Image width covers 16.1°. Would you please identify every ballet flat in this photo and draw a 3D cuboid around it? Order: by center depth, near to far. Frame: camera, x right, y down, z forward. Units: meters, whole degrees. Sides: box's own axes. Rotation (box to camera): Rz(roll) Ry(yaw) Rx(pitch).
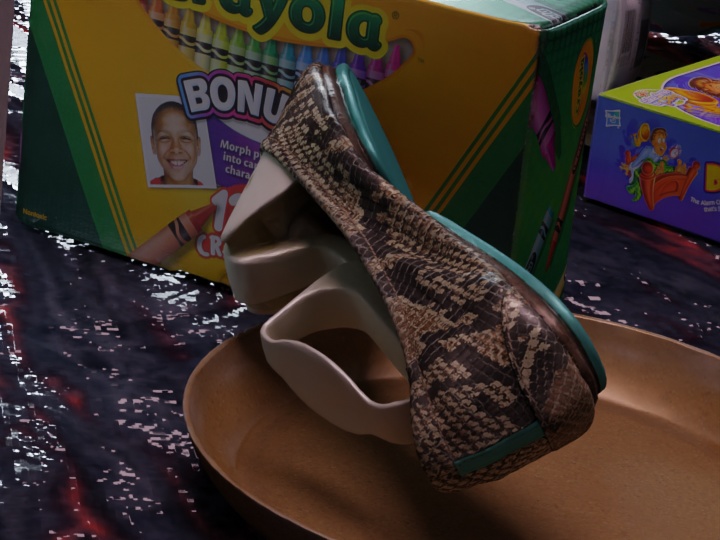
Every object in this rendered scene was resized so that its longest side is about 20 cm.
[{"bbox_3d":[0.000,0.000,0.748,0.075,0.068,0.200,-31,36,-4],"label":"ballet flat"}]

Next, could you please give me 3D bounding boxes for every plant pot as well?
[{"bbox_3d":[0.046,0.058,0.741,0.198,0.028,0.200,5,21,-2],"label":"plant pot"}]

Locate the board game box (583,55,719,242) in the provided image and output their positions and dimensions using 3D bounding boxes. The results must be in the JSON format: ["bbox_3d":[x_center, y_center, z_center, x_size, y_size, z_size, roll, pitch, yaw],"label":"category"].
[{"bbox_3d":[0.203,-0.051,1.053,0.134,0.045,0.199,21,25,32],"label":"board game box"}]

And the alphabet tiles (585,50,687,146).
[{"bbox_3d":[0.068,-0.096,1.182,0.166,0.006,0.199,-12,28,-42],"label":"alphabet tiles"}]

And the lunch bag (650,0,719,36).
[{"bbox_3d":[0.137,-0.165,1.185,0.159,0.078,0.200,12,-3,-16],"label":"lunch bag"}]

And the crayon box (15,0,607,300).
[{"bbox_3d":[-0.021,-0.054,0.882,0.199,0.120,0.058,16,22,24],"label":"crayon box"}]

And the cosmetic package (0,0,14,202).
[{"bbox_3d":[-0.207,-0.046,0.685,0.167,0.201,0.166,19,24,28],"label":"cosmetic package"}]

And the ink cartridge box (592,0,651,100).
[{"bbox_3d":[0.021,-0.116,1.101,0.199,0.048,0.160,12,9,9],"label":"ink cartridge box"}]
